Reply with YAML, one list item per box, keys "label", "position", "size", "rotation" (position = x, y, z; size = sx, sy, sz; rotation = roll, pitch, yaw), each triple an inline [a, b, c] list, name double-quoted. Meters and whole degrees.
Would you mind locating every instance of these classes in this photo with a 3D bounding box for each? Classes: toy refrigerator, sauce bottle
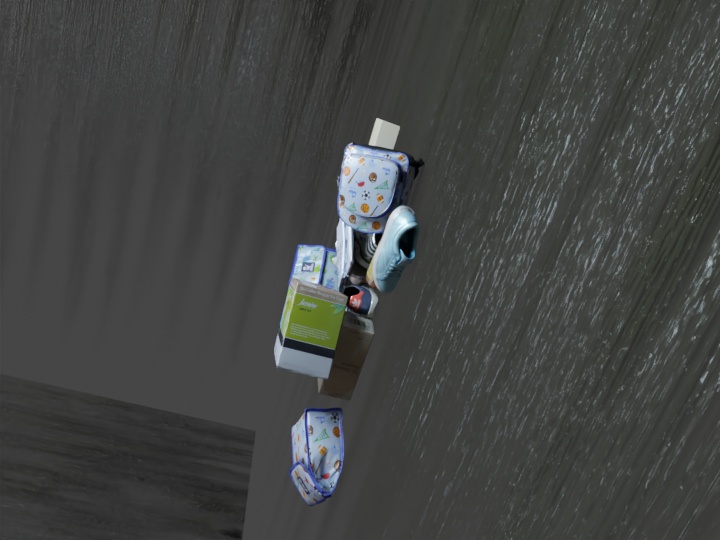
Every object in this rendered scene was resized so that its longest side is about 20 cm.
- label: "toy refrigerator"
  position: [0.058, -0.354, 1.654]
  size: [0.076, 0.068, 0.206]
  rotation: [-125, 49, -67]
- label: "sauce bottle"
  position: [0.071, -0.050, 1.222]
  size: [0.067, 0.064, 0.204]
  rotation: [-92, 22, -55]

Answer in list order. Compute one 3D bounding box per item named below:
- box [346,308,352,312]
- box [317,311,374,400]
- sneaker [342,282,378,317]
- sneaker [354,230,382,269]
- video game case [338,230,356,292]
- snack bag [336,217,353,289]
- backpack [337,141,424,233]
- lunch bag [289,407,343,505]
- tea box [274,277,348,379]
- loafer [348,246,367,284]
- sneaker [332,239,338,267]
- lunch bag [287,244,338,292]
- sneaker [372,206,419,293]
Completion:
- label: "box"
  position: [-0.044, 0.191, 1.519]
  size: [0.204, 0.043, 0.162]
  rotation: [-86, 15, -44]
- label: "box"
  position: [-0.039, 0.215, 1.352]
  size: [0.078, 0.092, 0.206]
  rotation: [-103, 28, -66]
- label: "sneaker"
  position: [-0.011, 0.065, 1.417]
  size: [0.200, 0.082, 0.078]
  rotation: [-146, 72, -78]
- label: "sneaker"
  position: [0.042, -0.099, 1.456]
  size: [0.116, 0.074, 0.203]
  rotation: [-49, 20, 28]
- label: "video game case"
  position: [-0.027, -0.034, 1.597]
  size: [0.201, 0.025, 0.186]
  rotation: [-68, -10, -66]
- label: "snack bag"
  position: [-0.042, -0.071, 1.415]
  size: [0.201, 0.021, 0.195]
  rotation: [118, 153, -69]
- label: "backpack"
  position: [0.031, -0.184, 1.246]
  size: [0.154, 0.194, 0.197]
  rotation: [-32, -46, -63]
- label: "lunch bag"
  position: [-0.111, 0.466, 1.334]
  size: [0.171, 0.120, 0.206]
  rotation: [122, 146, -56]
- label: "tea box"
  position: [-0.126, 0.135, 1.317]
  size: [0.200, 0.129, 0.204]
  rotation: [-170, 95, -78]
- label: "loafer"
  position: [0.000, 0.000, 1.476]
  size: [0.201, 0.070, 0.065]
  rotation: [-75, 4, -66]
- label: "sneaker"
  position: [-0.039, -0.095, 1.729]
  size: [0.070, 0.078, 0.206]
  rotation: [-16, -53, -69]
- label: "lunch bag"
  position: [-0.137, 0.016, 1.811]
  size: [0.128, 0.194, 0.175]
  rotation: [127, 157, -61]
- label: "sneaker"
  position: [0.077, -0.028, 1.144]
  size: [0.082, 0.071, 0.206]
  rotation: [-123, 37, -52]
